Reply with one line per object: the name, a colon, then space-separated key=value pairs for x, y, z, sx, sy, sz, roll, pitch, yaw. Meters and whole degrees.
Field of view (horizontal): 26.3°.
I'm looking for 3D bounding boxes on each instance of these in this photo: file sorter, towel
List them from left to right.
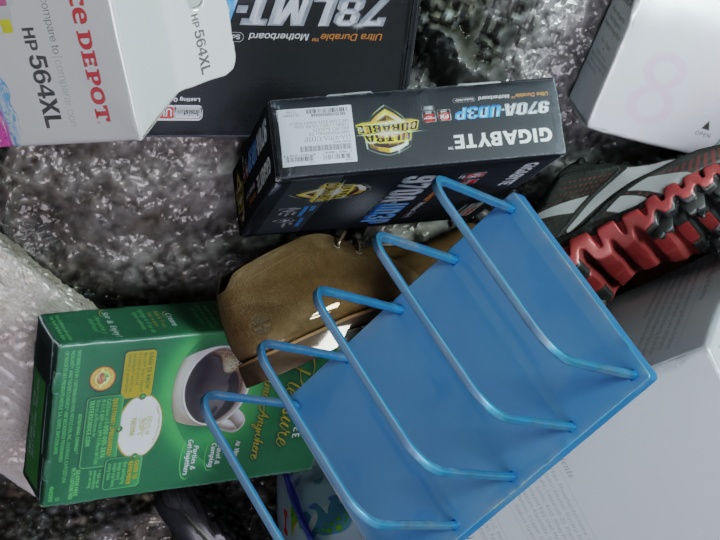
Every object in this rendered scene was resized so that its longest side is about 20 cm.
towel: x=-0.225 y=0.060 z=0.998 sx=0.132 sy=0.035 sz=0.200 roll=-42 pitch=121 yaw=13
file sorter: x=0.032 y=0.064 z=0.857 sx=0.200 sy=0.139 sz=0.123 roll=-43 pitch=154 yaw=18

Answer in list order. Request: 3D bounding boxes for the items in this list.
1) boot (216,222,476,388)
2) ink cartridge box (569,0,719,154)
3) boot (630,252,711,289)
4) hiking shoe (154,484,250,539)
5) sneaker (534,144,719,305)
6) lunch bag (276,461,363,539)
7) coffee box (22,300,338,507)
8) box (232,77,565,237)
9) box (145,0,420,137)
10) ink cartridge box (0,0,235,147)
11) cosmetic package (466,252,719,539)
boot: x=0.000 y=0.000 z=0.983 sx=0.199 sy=0.074 sz=0.076 roll=-24 pitch=88 yaw=-27
ink cartridge box: x=0.242 y=-0.167 z=0.972 sx=0.162 sy=0.057 sz=0.201 roll=12 pitch=121 yaw=-20
boot: x=0.224 y=0.055 z=1.083 sx=0.200 sy=0.077 sz=0.155 roll=-34 pitch=120 yaw=10
hiking shoe: x=-0.114 y=0.235 z=1.105 sx=0.100 sy=0.076 sz=0.201 roll=-26 pitch=124 yaw=-2
sneaker: x=0.177 y=-0.042 z=0.993 sx=0.200 sy=0.098 sz=0.071 roll=-29 pitch=140 yaw=16
lunch bag: x=0.020 y=0.234 z=1.063 sx=0.127 sy=0.200 sz=0.171 roll=-12 pitch=122 yaw=-8
coffee box: x=-0.114 y=0.082 z=1.002 sx=0.199 sy=0.044 sz=0.124 roll=-5 pitch=120 yaw=-29
box: x=0.013 y=-0.062 z=0.898 sx=0.158 sy=0.200 sz=0.046 roll=-6 pitch=83 yaw=-11
box: x=-0.063 y=-0.174 z=0.892 sx=0.199 sy=0.050 sz=0.199 roll=0 pitch=119 yaw=-13
ink cartridge box: x=-0.173 y=-0.145 z=0.792 sx=0.199 sy=0.125 sz=0.129 roll=-2 pitch=119 yaw=14
cosmetic package: x=0.169 y=0.098 z=0.974 sx=0.199 sy=0.199 sz=0.123 roll=-27 pitch=98 yaw=26
